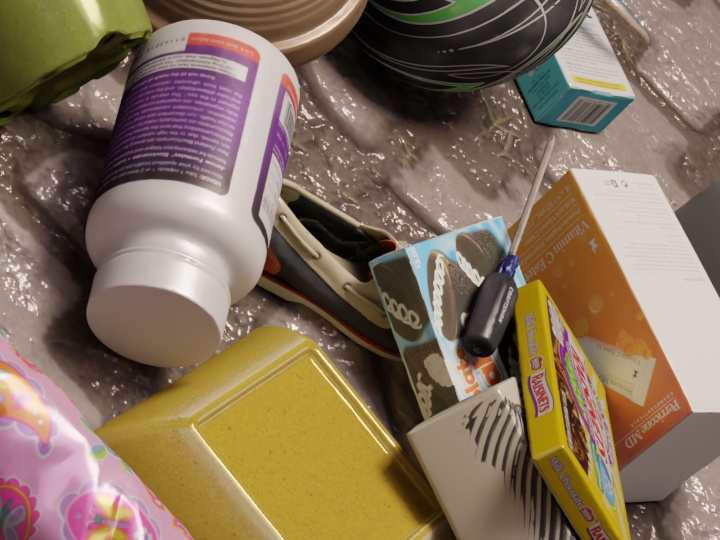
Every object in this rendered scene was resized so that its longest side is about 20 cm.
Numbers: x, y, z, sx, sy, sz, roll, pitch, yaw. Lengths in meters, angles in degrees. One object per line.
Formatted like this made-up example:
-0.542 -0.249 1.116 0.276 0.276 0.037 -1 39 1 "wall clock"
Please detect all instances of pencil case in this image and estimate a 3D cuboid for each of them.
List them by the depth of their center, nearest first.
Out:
-0.156 0.127 1.159 0.200 0.087 0.087 46 36 -1 "pencil case"

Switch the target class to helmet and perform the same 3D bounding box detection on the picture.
0.078 -0.229 1.634 0.191 0.200 0.200 47 35 9 "helmet"

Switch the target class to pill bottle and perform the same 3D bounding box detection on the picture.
-0.106 -0.045 1.338 0.111 0.111 0.201 29 49 -22 "pill bottle"

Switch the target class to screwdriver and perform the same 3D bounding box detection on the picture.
0.107 -0.019 1.452 0.029 0.028 0.201 30 50 -1 "screwdriver"

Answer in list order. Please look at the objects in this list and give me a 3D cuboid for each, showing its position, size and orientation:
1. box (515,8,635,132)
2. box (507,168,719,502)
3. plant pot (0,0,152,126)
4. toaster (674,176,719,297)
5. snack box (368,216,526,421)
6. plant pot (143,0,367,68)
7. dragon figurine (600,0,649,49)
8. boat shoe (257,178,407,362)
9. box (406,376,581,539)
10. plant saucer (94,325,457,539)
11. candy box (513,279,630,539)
0.149 -0.212 1.819 0.082 0.049 0.201 6 52 -41 "box"
0.180 0.046 1.538 0.097 0.124 0.201 2 54 -43 "box"
-0.222 -0.198 1.336 0.200 0.199 0.191 -29 89 -53 "plant pot"
0.348 -0.006 1.696 0.180 0.200 0.119 13 51 -37 "toaster"
0.083 0.073 1.440 0.116 0.037 0.201 -18 88 -51 "snack box"
-0.082 -0.241 1.506 0.199 0.093 0.202 4 61 -8 "plant pot"
0.158 -0.255 1.771 0.199 0.059 0.100 19 49 -14 "dragon figurine"
0.000 0.000 1.454 0.199 0.063 0.072 28 37 -26 "boat shoe"
0.106 0.170 1.338 0.201 0.068 0.082 63 13 3 "box"
-0.035 0.129 1.306 0.200 0.048 0.200 50 36 5 "plant saucer"
0.132 0.096 1.376 0.103 0.026 0.200 60 14 -26 "candy box"
